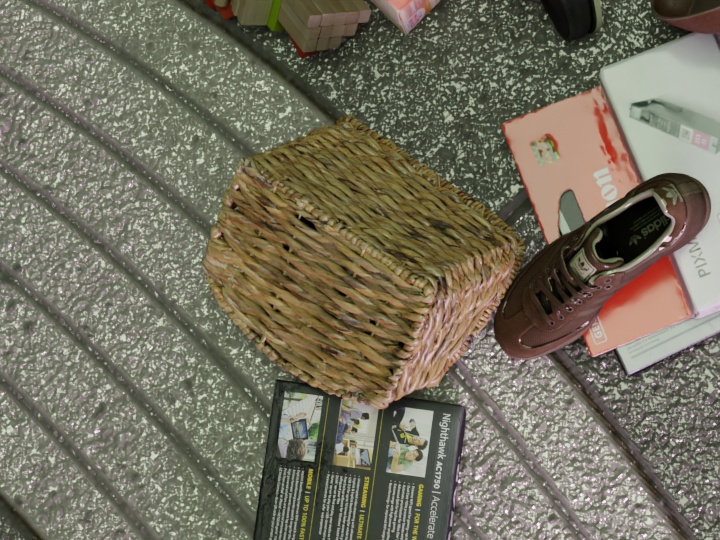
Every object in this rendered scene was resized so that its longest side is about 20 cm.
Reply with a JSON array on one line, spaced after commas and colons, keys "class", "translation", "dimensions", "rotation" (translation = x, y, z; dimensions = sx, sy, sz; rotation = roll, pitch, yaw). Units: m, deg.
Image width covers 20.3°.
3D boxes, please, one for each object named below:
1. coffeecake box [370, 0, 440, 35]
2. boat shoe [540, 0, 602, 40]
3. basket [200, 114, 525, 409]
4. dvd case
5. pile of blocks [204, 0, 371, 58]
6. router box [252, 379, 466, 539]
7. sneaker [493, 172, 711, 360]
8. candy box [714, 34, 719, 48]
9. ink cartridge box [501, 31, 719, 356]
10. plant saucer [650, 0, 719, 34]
[{"class": "coffeecake box", "translation": [0.050, -0.314, 1.582], "dimensions": [0.200, 0.073, 0.154], "rotation": [-45, 80, -1]}, {"class": "boat shoe", "translation": [0.124, -0.249, 1.515], "dimensions": [0.063, 0.202, 0.074], "rotation": [-39, 39, -9]}, {"class": "basket", "translation": [0.000, 0.000, 1.527], "dimensions": [0.199, 0.149, 0.144], "rotation": [34, 123, 21]}, {"class": "dvd case", "translation": [0.229, -0.040, 1.541], "dimensions": [0.149, 0.025, 0.201], "rotation": [-25, 79, 2]}, {"class": "pile of blocks", "translation": [-0.083, -0.226, 1.600], "dimensions": [0.199, 0.082, 0.063], "rotation": [34, 129, 20]}, {"class": "router box", "translation": [-0.005, 0.192, 1.517], "dimensions": [0.148, 0.051, 0.202], "rotation": [7, 82, 6]}, {"class": "sneaker", "translation": [0.164, -0.007, 1.476], "dimensions": [0.200, 0.075, 0.071], "rotation": [-42, 72, 22]}, {"class": "candy box", "translation": [0.377, -0.147, 1.521], "dimensions": [0.136, 0.061, 0.201], "rotation": [-36, 79, 0]}, {"class": "ink cartridge box", "translation": [0.219, -0.059, 1.512], "dimensions": [0.172, 0.044, 0.202], "rotation": [-21, 79, 1]}, {"class": "plant saucer", "translation": [0.309, -0.236, 1.492], "dimensions": [0.200, 0.200, 0.035], "rotation": [-38, 107, 0]}]
